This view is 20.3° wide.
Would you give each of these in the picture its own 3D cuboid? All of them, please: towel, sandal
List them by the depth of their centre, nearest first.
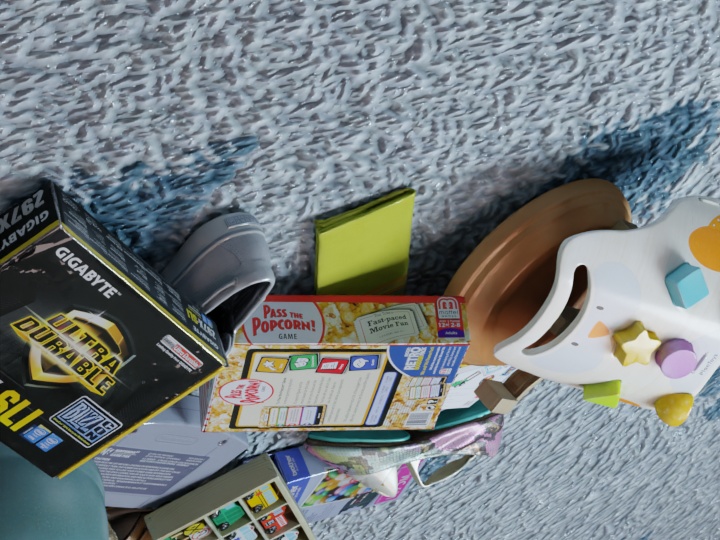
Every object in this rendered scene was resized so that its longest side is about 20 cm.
[{"bbox_3d":[0.000,0.000,1.596,0.085,0.018,0.201,-25,155,-14],"label":"towel"},{"bbox_3d":[-0.206,0.245,1.837,0.199,0.055,0.082,-3,147,-40],"label":"sandal"}]

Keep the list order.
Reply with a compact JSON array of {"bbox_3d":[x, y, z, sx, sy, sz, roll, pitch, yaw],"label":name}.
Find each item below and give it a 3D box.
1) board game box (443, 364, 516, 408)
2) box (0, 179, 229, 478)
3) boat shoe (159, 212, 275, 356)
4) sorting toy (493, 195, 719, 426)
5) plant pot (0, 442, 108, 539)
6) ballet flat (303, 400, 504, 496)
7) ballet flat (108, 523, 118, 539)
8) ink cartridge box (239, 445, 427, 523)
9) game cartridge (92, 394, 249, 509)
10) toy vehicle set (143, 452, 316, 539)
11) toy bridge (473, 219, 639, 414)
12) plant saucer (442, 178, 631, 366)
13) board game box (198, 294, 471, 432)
[{"bbox_3d":[0.073,0.079,1.777,0.126,0.035,0.199,-41,155,30],"label":"board game box"},{"bbox_3d":[-0.211,0.046,1.381,0.159,0.050,0.200,-31,137,13],"label":"box"},{"bbox_3d":[-0.120,0.039,1.495,0.072,0.069,0.200,0,145,-42],"label":"boat shoe"},{"bbox_3d":[0.201,0.037,1.601,0.179,0.107,0.201,11,124,-33],"label":"sorting toy"},{"bbox_3d":[-0.280,0.240,1.556,0.198,0.135,0.201,-15,141,-12],"label":"plant pot"},{"bbox_3d":[0.045,0.170,1.873,0.198,0.072,0.069,-9,-166,-21],"label":"ballet flat"},{"bbox_3d":[-0.304,0.229,1.694,0.198,0.066,0.071,2,133,-23],"label":"ballet flat"},{"bbox_3d":[-0.033,0.201,1.932,0.198,0.042,0.120,-10,151,-26],"label":"ink cartridge box"},{"bbox_3d":[-0.190,0.151,1.693,0.133,0.041,0.199,-33,154,26],"label":"game cartridge"},{"bbox_3d":[-0.116,0.238,1.843,0.123,0.027,0.200,-28,154,-3],"label":"toy vehicle set"},{"bbox_3d":[0.174,0.044,1.679,0.200,0.027,0.067,-51,150,17],"label":"toy bridge"},{"bbox_3d":[0.151,0.011,1.672,0.199,0.038,0.201,-29,150,-19],"label":"plant saucer"},{"bbox_3d":[-0.024,0.077,1.616,0.198,0.047,0.152,0,148,-12],"label":"board game box"}]
